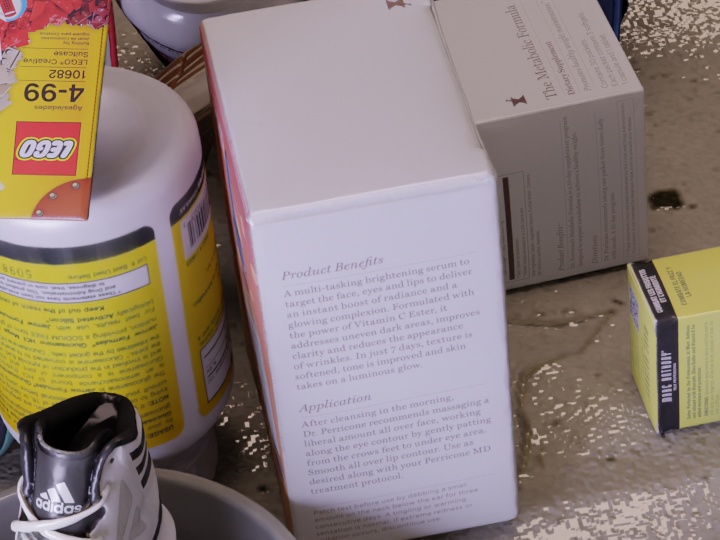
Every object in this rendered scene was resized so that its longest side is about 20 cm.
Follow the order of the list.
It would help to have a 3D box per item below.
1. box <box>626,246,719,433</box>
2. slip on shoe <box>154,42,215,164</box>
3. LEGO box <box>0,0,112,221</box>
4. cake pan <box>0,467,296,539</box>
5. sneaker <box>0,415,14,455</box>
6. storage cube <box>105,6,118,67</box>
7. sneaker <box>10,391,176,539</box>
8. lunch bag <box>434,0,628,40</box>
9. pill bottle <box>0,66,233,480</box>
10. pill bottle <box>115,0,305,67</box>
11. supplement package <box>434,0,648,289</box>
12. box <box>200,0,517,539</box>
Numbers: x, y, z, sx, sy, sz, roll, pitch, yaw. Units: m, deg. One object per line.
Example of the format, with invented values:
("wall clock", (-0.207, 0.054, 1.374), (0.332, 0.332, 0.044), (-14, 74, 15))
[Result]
("box", (0.227, 0.018, 1.332), (0.199, 0.076, 0.050), (-11, 40, -4))
("slip on shoe", (-0.103, -0.046, 1.376), (0.200, 0.061, 0.076), (-38, 12, 33))
("LEGO box", (-0.204, -0.102, 1.128), (0.199, 0.149, 0.077), (1, 37, -12))
("cake pan", (-0.112, 0.167, 1.203), (0.199, 0.037, 0.201), (-4, 42, 3))
("sneaker", (-0.251, 0.027, 1.393), (0.199, 0.078, 0.140), (9, 40, 3))
("storage cube", (-0.230, -0.135, 1.482), (0.170, 0.201, 0.180), (-12, 37, -14))
("sneaker", (-0.133, 0.128, 1.134), (0.075, 0.116, 0.201), (6, 44, 14))
("lunch bag", (0.087, -0.201, 1.512), (0.132, 0.201, 0.136), (-3, 35, 0))
("pill bottle", (-0.117, 0.017, 1.281), (0.112, 0.201, 0.113), (-3, 40, 3))
("pill bottle", (-0.074, -0.162, 1.477), (0.112, 0.200, 0.114), (0, 84, 3))
("supplement package", (0.033, -0.058, 1.419), (0.199, 0.110, 0.114), (-13, 40, -7))
("box", (0.000, 0.000, 1.274), (0.106, 0.201, 0.153), (-10, 39, -4))
